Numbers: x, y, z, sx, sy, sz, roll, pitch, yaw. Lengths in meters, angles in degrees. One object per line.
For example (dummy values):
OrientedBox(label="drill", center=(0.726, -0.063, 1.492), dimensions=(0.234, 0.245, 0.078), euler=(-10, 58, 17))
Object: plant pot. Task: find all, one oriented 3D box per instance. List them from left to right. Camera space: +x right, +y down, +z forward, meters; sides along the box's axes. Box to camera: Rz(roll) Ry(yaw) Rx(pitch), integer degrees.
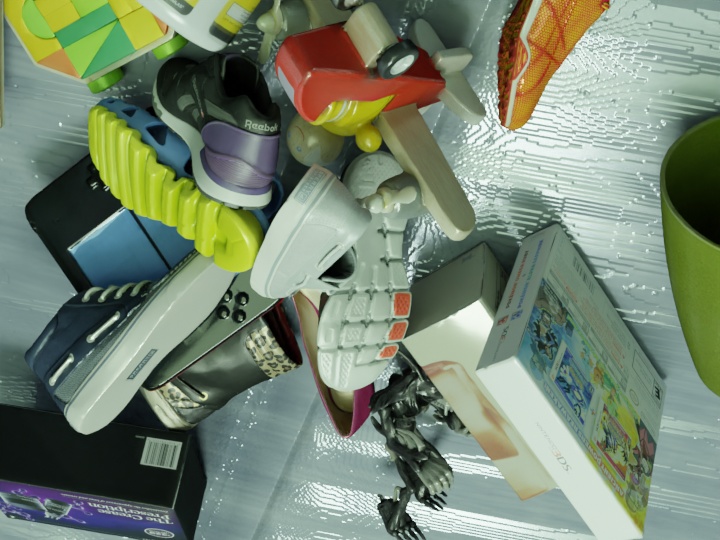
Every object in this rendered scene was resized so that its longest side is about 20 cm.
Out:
OrientedBox(label="plant pot", center=(0.325, 0.008, 0.863), dimensions=(0.184, 0.189, 0.202), euler=(0, 133, 8))

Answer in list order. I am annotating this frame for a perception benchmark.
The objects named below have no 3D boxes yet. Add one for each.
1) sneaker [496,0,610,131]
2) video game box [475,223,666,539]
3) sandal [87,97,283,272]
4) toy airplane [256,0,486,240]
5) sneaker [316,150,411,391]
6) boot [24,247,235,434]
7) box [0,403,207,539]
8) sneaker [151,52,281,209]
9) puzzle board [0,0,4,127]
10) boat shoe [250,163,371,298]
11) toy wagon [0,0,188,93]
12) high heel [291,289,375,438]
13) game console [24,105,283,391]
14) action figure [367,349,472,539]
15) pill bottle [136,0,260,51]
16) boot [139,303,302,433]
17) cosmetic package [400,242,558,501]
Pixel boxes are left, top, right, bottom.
OrientedBox(label="sneaker", center=(0.154, -0.195, 0.825), dimensions=(0.076, 0.073, 0.202), euler=(12, 122, -10))
OrientedBox(label="video game box", center=(0.185, 0.093, 0.909), dimensions=(0.046, 0.183, 0.201), euler=(-24, 113, 33))
OrientedBox(label="sandal", center=(-0.140, -0.079, 0.884), dimensions=(0.199, 0.087, 0.080), euler=(36, 140, 14))
OrientedBox(label="toy airplane", center=(0.005, -0.132, 0.810), dimensions=(0.141, 0.201, 0.199), euler=(-39, 120, 22))
OrientedBox(label="sneaker", center=(0.000, 0.000, 0.923), dimensions=(0.076, 0.082, 0.203), euler=(10, 94, -18))
OrientedBox(label="boot", center=(-0.196, 0.033, 0.904), dimensions=(0.090, 0.073, 0.200), euler=(43, 91, 19))
OrientedBox(label="box", center=(-0.261, 0.204, 1.061), dimensions=(0.197, 0.080, 0.142), euler=(8, 154, 4))
OrientedBox(label="sneaker", center=(-0.103, -0.134, 0.835), dimensions=(0.075, 0.200, 0.089), euler=(3, 122, -31))
OrientedBox(label="puzzle board", center=(-0.382, -0.218, 0.900), dimensions=(0.197, 0.017, 0.152), euler=(20, 125, 11))
OrientedBox(label="boat shoe", center=(-0.033, -0.015, 0.821), dimensions=(0.068, 0.072, 0.200), euler=(36, 153, 2))
OrientedBox(label="toy wagon", center=(-0.199, -0.240, 0.868), dimensions=(0.198, 0.040, 0.156), euler=(-22, 113, 19))
OrientedBox(label="high heel", center=(-0.034, 0.048, 0.966), dimensions=(0.066, 0.096, 0.203), euler=(-8, 117, 12))
OrientedBox(label="game console", center=(-0.172, -0.022, 0.937), dimensions=(0.176, 0.031, 0.201), euler=(-34, 92, 5))
OrientedBox(label="action figure", center=(0.064, 0.155, 1.001), dimensions=(0.101, 0.119, 0.202), euler=(25, 131, 29))
OrientedBox(label="pill bottle", center=(-0.089, -0.270, 0.781), dimensions=(0.111, 0.112, 0.201), euler=(36, 100, -12))
OrientedBox(label="boot", center=(-0.156, 0.043, 0.996), dimensions=(0.149, 0.073, 0.202), euler=(-24, 106, 15))
OrientedBox(label="cosmetic package", center=(0.127, 0.092, 0.963), dimensions=(0.087, 0.104, 0.201), euler=(-28, 110, 23))
